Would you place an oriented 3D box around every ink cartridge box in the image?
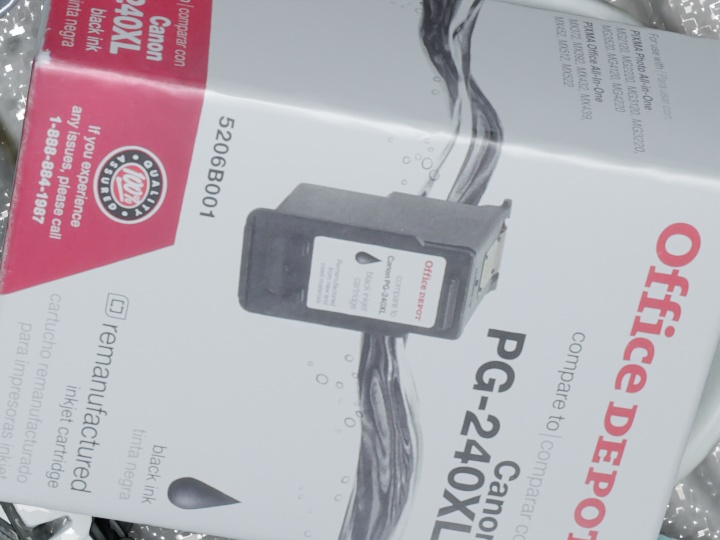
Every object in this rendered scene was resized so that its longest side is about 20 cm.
[{"bbox_3d":[0.000,0.000,0.838,0.199,0.083,0.146,10,121,-6],"label":"ink cartridge box"}]

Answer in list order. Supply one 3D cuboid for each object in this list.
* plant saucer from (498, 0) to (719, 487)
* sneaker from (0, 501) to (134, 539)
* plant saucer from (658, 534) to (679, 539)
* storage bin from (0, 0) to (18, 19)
[{"bbox_3d":[0.026,-0.004,0.916,0.199,0.050,0.201,-1,116,-2],"label":"plant saucer"},{"bbox_3d":[-0.145,0.047,0.923,0.090,0.066,0.200,-32,101,1],"label":"sneaker"},{"bbox_3d":[0.058,0.175,0.935,0.199,0.027,0.201,-7,103,-30],"label":"plant saucer"},{"bbox_3d":[-0.179,-0.147,0.854,0.199,0.134,0.146,12,90,-5],"label":"storage bin"}]
